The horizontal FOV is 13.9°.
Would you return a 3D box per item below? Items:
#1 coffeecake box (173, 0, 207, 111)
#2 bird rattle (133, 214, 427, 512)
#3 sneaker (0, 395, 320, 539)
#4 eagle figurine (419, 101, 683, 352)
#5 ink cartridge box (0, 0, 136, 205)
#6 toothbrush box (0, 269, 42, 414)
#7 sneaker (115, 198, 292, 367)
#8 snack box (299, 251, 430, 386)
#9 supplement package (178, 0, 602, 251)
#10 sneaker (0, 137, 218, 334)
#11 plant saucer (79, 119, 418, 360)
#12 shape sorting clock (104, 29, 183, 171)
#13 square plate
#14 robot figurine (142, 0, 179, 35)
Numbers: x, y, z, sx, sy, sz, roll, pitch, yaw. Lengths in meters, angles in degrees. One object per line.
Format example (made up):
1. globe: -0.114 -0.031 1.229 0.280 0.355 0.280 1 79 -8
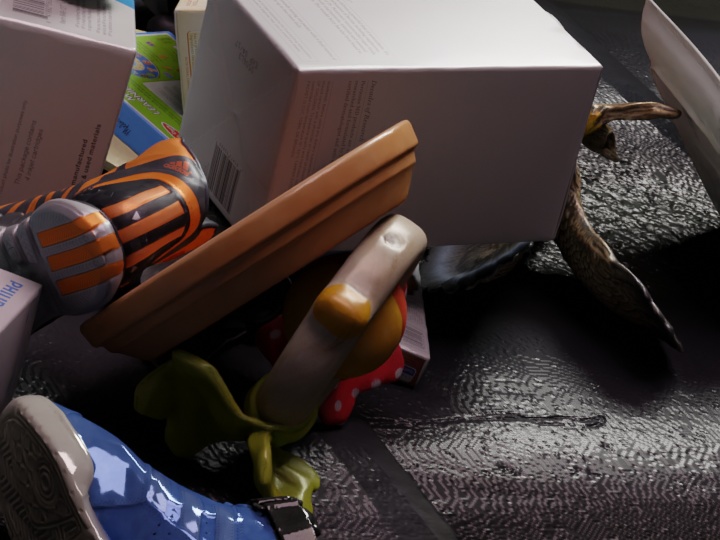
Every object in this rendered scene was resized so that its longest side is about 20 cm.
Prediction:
1. coffeecake box: -0.005 -0.158 1.867 0.199 0.073 0.154 -1 23 7
2. bird rattle: -0.011 0.041 1.523 0.113 0.163 0.200 42 38 9
3. sneaker: -0.083 0.126 1.368 0.111 0.077 0.200 -10 40 -37
4. eagle figurine: 0.116 -0.032 1.831 0.151 0.151 0.201 -15 51 22
5. ink cartridge box: -0.241 -0.108 1.672 0.199 0.145 0.147 14 22 -10
6. toothbrush box: -0.274 0.031 1.427 0.199 0.086 0.146 20 23 5
7. sneaker: -0.078 -0.002 1.676 0.104 0.060 0.200 27 31 23
8. snack box: 0.000 0.000 1.751 0.072 0.024 0.200 22 24 -13
9. supplement package: 0.015 -0.091 1.689 0.199 0.120 0.121 -3 32 -28
10. sneaker: -0.142 -0.014 1.531 0.112 0.078 0.200 -27 13 -35
11. plant saucer: -0.051 -0.010 1.514 0.038 0.200 0.200 57 29 -1
12. shape sorting clock: -0.121 -0.095 1.860 0.199 0.039 0.200 25 24 -12
13. square plate: 0.246 -0.060 1.929 0.028 0.198 0.200 -30 32 1
14. robot figurine: -0.063 -0.201 2.023 0.200 0.125 0.150 29 26 21
